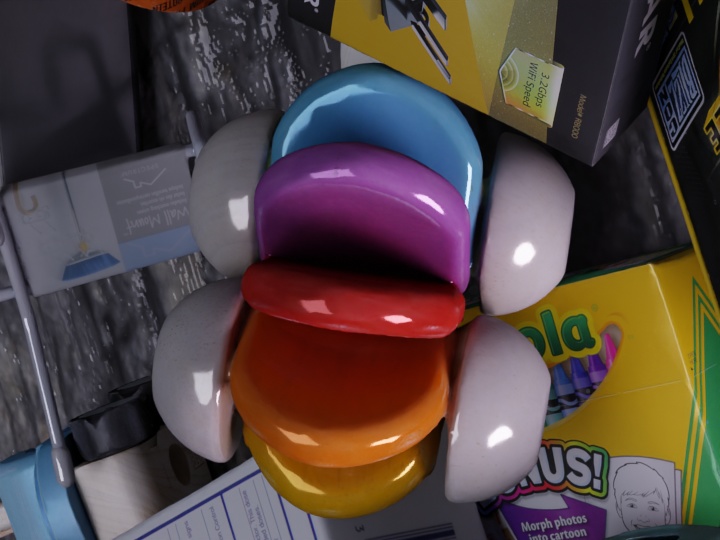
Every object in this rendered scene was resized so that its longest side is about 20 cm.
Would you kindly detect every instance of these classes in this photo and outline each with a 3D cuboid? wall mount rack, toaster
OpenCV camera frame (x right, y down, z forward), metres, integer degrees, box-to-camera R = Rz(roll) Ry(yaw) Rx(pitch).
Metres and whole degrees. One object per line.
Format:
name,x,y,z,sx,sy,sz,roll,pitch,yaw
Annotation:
wall mount rack,-0.124,0.012,1.124,0.075,0.199,0.175,-111,8,-56
toaster,-0.220,-0.123,1.198,0.180,0.118,0.201,15,116,38

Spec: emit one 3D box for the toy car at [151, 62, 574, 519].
toy car,0.000,0.000,0.926,0.174,0.201,0.150,7,159,8

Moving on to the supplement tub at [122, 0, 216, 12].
supplement tub,-0.075,-0.231,1.026,0.123,0.122,0.200,44,129,20

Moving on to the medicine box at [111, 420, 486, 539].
medicine box,-0.025,0.192,1.055,0.200,0.103,0.183,-33,69,46

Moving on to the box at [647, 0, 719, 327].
box,0.169,-0.083,0.829,0.200,0.049,0.161,111,149,-64

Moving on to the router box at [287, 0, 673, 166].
router box,0.054,-0.159,0.851,0.157,0.052,0.201,28,138,20

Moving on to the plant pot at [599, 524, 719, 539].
plant pot,0.137,0.230,0.915,0.199,0.200,0.197,-7,113,43

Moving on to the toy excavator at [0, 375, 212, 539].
toy excavator,-0.177,0.132,1.258,0.199,0.194,0.100,-18,94,16

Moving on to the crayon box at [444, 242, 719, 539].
crayon box,0.103,0.091,1.034,0.199,0.058,0.174,-16,95,43

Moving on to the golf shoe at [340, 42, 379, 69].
golf shoe,0.025,-0.158,0.987,0.073,0.092,0.201,41,130,21
